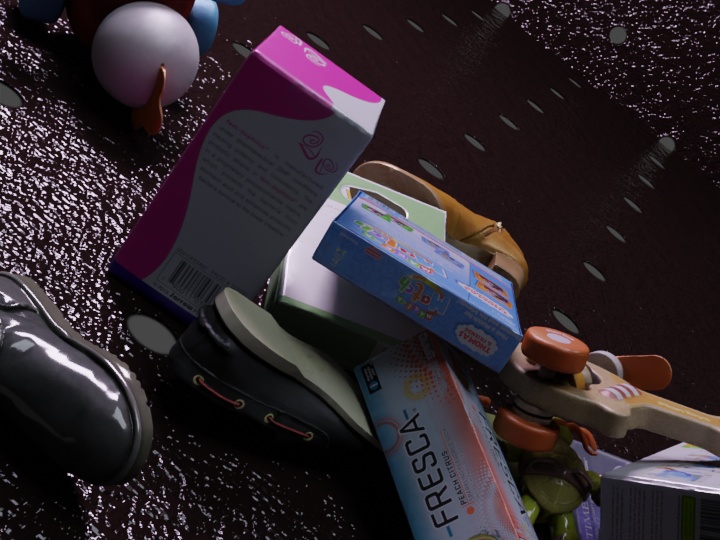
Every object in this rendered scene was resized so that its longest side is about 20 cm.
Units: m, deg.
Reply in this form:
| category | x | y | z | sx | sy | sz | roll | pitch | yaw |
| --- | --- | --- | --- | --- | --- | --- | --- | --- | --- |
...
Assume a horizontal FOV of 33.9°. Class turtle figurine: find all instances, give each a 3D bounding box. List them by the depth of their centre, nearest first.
| category | x | y | z | sx | sy | sz | roll | pitch | yaw |
| --- | --- | --- | --- | --- | --- | --- | --- | --- | --- |
| turtle figurine | 0.144 | 0.168 | 0.862 | 0.200 | 0.064 | 0.161 | 27 | 47 | -14 |

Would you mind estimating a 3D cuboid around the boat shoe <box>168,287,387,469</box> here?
| category | x | y | z | sx | sy | sz | roll | pitch | yaw |
| --- | --- | --- | --- | --- | --- | --- | --- | --- | --- |
| boat shoe | -0.047 | 0.087 | 0.814 | 0.201 | 0.063 | 0.074 | 39 | 13 | -38 |

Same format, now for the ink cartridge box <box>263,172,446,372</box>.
| category | x | y | z | sx | sy | sz | roll | pitch | yaw |
| --- | --- | --- | --- | --- | --- | --- | --- | --- | --- |
| ink cartridge box | 0.000 | 0.000 | 0.992 | 0.145 | 0.048 | 0.200 | 21 | 36 | -13 |

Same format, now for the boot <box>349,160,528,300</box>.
| category | x | y | z | sx | sy | sz | roll | pitch | yaw |
| --- | --- | --- | --- | --- | --- | --- | --- | --- | --- |
| boot | 0.078 | -0.043 | 1.150 | 0.201 | 0.071 | 0.144 | 37 | 15 | -5 |

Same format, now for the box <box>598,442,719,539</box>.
| category | x | y | z | sx | sy | sz | roll | pitch | yaw |
| --- | --- | --- | --- | --- | --- | --- | --- | --- | --- |
| box | 0.258 | 0.193 | 0.862 | 0.101 | 0.113 | 0.200 | 3 | 3 | 34 |

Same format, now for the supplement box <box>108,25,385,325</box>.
| category | x | y | z | sx | sy | sz | roll | pitch | yaw |
| --- | --- | --- | --- | --- | --- | --- | --- | --- | --- |
| supplement box | -0.081 | -0.064 | 0.865 | 0.101 | 0.200 | 0.103 | 35 | 23 | -7 |

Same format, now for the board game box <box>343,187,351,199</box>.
| category | x | y | z | sx | sy | sz | roll | pitch | yaw |
| --- | --- | --- | --- | --- | --- | --- | --- | --- | --- |
| board game box | -0.010 | -0.028 | 1.113 | 0.200 | 0.040 | 0.153 | 33 | 23 | -12 |

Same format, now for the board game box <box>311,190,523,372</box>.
| category | x | y | z | sx | sy | sz | roll | pitch | yaw |
| --- | --- | --- | --- | --- | --- | --- | --- | --- | --- |
| board game box | 0.047 | 0.001 | 0.889 | 0.151 | 0.037 | 0.200 | 32 | 10 | 0 |

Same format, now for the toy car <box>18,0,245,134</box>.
| category | x | y | z | sx | sy | sz | roll | pitch | yaw |
| --- | --- | --- | --- | --- | --- | --- | --- | --- | --- |
| toy car | -0.203 | -0.207 | 1.076 | 0.184 | 0.177 | 0.200 | 8 | 64 | -29 |

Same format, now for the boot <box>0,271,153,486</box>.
| category | x | y | z | sx | sy | sz | roll | pitch | yaw |
| --- | --- | --- | --- | --- | --- | --- | --- | --- | --- |
| boot | -0.226 | 0.050 | 0.602 | 0.182 | 0.073 | 0.200 | 35 | 11 | 31 |

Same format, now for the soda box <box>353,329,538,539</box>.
| category | x | y | z | sx | sy | sz | roll | pitch | yaw |
| --- | --- | --- | --- | --- | --- | --- | --- | --- | --- |
| soda box | 0.064 | 0.143 | 0.799 | 0.064 | 0.068 | 0.200 | 45 | 20 | -54 |

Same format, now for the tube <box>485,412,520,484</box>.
| category | x | y | z | sx | sy | sz | roll | pitch | yaw |
| --- | --- | --- | --- | --- | --- | --- | --- | --- | --- |
| tube | 0.099 | 0.135 | 0.951 | 0.200 | 0.058 | 0.052 | 25 | 36 | -27 |

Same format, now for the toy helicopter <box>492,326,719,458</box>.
| category | x | y | z | sx | sy | sz | roll | pitch | yaw |
| --- | --- | --- | --- | --- | --- | --- | --- | --- | --- |
| toy helicopter | 0.197 | 0.097 | 0.864 | 0.200 | 0.079 | 0.132 | 19 | 13 | 7 |

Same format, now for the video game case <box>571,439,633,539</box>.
| category | x | y | z | sx | sy | sz | roll | pitch | yaw |
| --- | --- | --- | --- | --- | --- | --- | --- | --- | --- |
| video game case | 0.237 | 0.227 | 0.964 | 0.200 | 0.019 | 0.143 | 23 | 48 | -31 |
